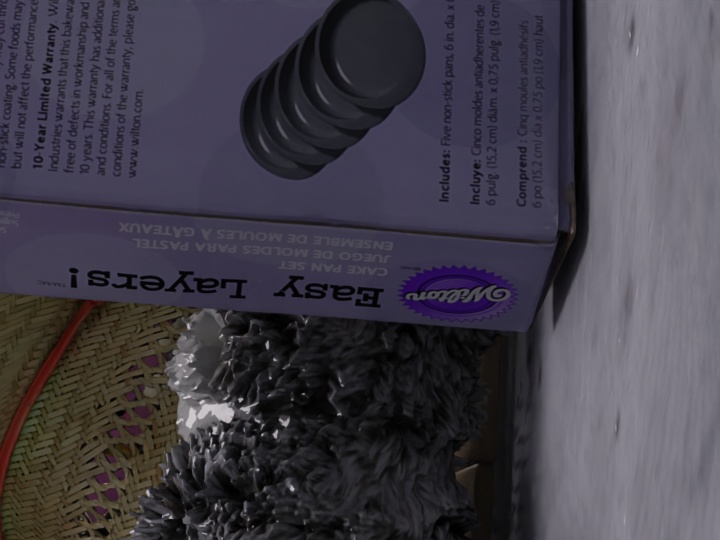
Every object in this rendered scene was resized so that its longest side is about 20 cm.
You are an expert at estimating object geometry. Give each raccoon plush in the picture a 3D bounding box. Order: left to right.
[{"bbox_3d":[0.015,0.063,0.634,0.200,0.096,0.135,28,99,50],"label":"raccoon plush"}]

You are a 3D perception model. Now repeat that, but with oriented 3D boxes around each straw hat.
[{"bbox_3d":[-0.050,0.041,0.760,0.201,0.085,0.202,-45,-31,-38],"label":"straw hat"}]

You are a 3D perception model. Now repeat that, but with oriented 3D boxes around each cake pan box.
[{"bbox_3d":[-0.045,-0.089,0.659,0.052,0.183,0.201,104,168,-61],"label":"cake pan box"}]

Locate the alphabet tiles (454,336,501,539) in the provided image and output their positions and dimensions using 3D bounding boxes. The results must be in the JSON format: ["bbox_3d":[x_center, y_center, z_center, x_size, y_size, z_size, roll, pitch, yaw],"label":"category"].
[{"bbox_3d":[0.000,0.000,0.786,0.167,0.008,0.201,151,125,-63],"label":"alphabet tiles"}]

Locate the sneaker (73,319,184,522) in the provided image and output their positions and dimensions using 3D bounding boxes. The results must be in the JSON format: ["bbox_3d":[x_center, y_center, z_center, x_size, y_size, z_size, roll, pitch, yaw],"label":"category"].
[{"bbox_3d":[-0.067,0.015,0.886,0.073,0.114,0.201,-141,32,-81],"label":"sneaker"}]
